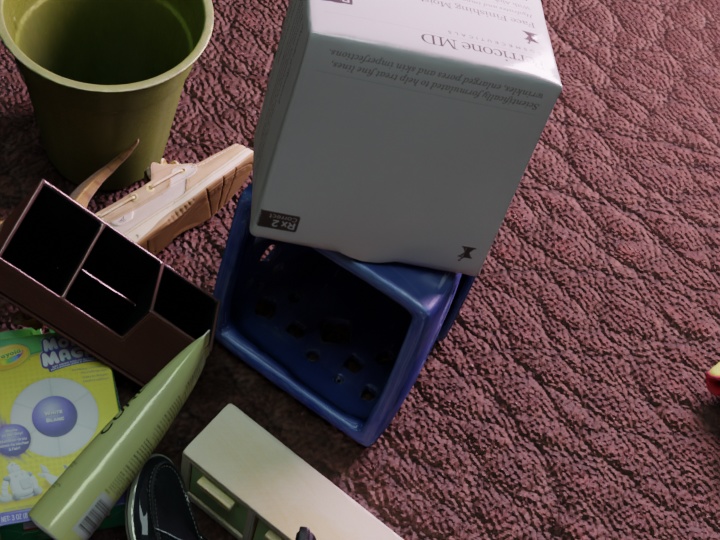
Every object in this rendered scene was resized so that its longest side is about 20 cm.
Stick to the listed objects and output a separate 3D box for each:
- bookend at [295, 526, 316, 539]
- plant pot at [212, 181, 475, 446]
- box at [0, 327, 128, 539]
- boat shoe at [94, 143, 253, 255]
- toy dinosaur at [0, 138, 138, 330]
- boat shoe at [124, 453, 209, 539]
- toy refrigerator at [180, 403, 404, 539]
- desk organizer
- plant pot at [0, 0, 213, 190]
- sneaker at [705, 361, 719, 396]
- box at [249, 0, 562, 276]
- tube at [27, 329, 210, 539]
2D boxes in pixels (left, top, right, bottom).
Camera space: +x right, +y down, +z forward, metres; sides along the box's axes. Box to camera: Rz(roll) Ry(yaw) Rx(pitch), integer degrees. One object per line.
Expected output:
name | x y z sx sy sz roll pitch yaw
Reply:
bookend | 0.029 0.291 0.953 0.196 0.201 0.093 11 54 -3
plant pot | 0.000 0.000 1.158 0.199 0.201 0.180 34 48 13
box | -0.265 0.127 1.103 0.116 0.049 0.202 -8 56 -17
boat shoe | -0.187 -0.073 1.241 0.069 0.074 0.199 44 59 12
toy dinosaur | -0.281 -0.033 1.186 0.105 0.061 0.202 13 67 14
boat shoe | -0.141 0.239 1.024 0.074 0.062 0.202 26 43 -50
toy refrigerator | -0.058 0.210 1.069 0.199 0.076 0.070 37 56 14
desk organizer | -0.222 0.017 1.104 0.199 0.077 0.072 36 34 -25
plant pot | -0.247 -0.184 1.234 0.197 0.191 0.202 6 54 -8
sneaker | 0.392 0.161 1.204 0.089 0.079 0.202 -16 54 -12
box | 0.028 -0.122 1.004 0.196 0.201 0.132 10 42 -13
tube | -0.185 0.134 1.034 0.058 0.052 0.201 16 61 51
